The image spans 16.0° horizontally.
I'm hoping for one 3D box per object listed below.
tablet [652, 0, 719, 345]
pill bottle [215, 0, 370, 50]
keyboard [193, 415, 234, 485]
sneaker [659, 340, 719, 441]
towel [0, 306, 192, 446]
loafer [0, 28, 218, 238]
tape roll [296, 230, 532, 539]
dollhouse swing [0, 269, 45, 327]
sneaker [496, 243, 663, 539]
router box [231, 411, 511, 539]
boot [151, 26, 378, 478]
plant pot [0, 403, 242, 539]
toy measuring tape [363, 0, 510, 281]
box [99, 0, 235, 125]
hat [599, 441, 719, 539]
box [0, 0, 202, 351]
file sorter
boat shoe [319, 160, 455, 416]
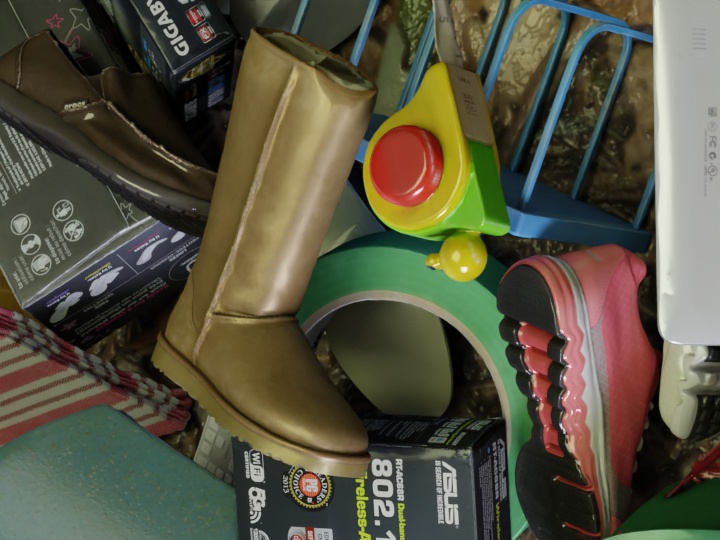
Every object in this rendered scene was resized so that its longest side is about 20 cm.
[{"bbox_3d":[0.216,-0.061,1.335,0.014,0.129,0.202,143,127,-80],"label":"tablet"},{"bbox_3d":[-0.076,-0.229,1.576,0.110,0.109,0.201,-46,63,27],"label":"pill bottle"},{"bbox_3d":[-0.067,0.069,1.626,0.056,0.011,0.201,28,105,34],"label":"keyboard"},{"bbox_3d":[0.195,-0.008,1.397,0.081,0.075,0.202,15,93,46],"label":"sneaker"},{"bbox_3d":[-0.223,0.075,1.634,0.146,0.199,0.030,-20,54,35],"label":"towel"},{"bbox_3d":[-0.142,-0.088,1.523,0.199,0.073,0.071,32,84,21],"label":"loafer"},{"bbox_3d":[0.026,0.079,1.492,0.199,0.048,0.202,6,105,22],"label":"tape roll"},{"bbox_3d":[-0.314,-0.012,1.704,0.182,0.199,0.176,-54,51,24],"label":"dollhouse swing"},{"bbox_3d":[0.135,0.079,1.403,0.074,0.086,0.202,27,131,53],"label":"sneaker"},{"bbox_3d":[0.010,0.183,1.464,0.149,0.062,0.202,1,103,22],"label":"router box"},{"bbox_3d":[-0.033,-0.010,1.390,0.175,0.066,0.201,31,108,37],"label":"boot"},{"bbox_3d":[-0.160,0.201,1.522,0.195,0.197,0.200,33,69,14],"label":"plant pot"},{"bbox_3d":[0.028,-0.087,1.351,0.073,0.073,0.202,-24,70,34],"label":"toy measuring tape"},{"bbox_3d":[-0.135,-0.179,1.555,0.046,0.200,0.160,-31,87,-6],"label":"box"},{"bbox_3d":[0.196,0.114,1.398,0.198,0.166,0.177,-5,52,16],"label":"hat"},{"bbox_3d":[-0.187,-0.072,1.633,0.132,0.115,0.201,-32,67,4],"label":"box"},{"bbox_3d":[0.069,-0.105,1.448,0.199,0.138,0.124,27,102,34],"label":"file sorter"},{"bbox_3d":[0.002,-0.001,1.545,0.073,0.063,0.202,-33,83,20],"label":"boat shoe"}]
